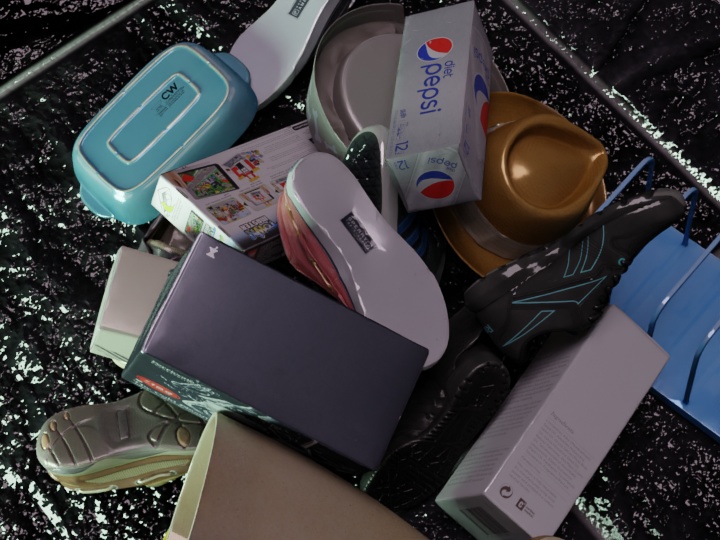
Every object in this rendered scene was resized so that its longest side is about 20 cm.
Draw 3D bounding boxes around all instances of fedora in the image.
[{"bbox_3d":[0.153,-0.080,1.547,0.199,0.082,0.203,11,67,-28],"label":"fedora"}]

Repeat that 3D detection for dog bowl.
[{"bbox_3d":[0.040,-0.144,1.611,0.198,0.059,0.202,11,60,-19],"label":"dog bowl"}]

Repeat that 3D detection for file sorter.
[{"bbox_3d":[0.281,0.022,1.506,0.199,0.123,0.139,37,70,21],"label":"file sorter"}]

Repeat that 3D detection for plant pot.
[{"bbox_3d":[-0.045,0.228,1.348,0.198,0.188,0.189,19,62,-8],"label":"plant pot"}]

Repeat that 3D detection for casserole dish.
[{"bbox_3d":[-0.187,-0.134,1.649,0.200,0.039,0.121,-45,65,-8],"label":"casserole dish"}]

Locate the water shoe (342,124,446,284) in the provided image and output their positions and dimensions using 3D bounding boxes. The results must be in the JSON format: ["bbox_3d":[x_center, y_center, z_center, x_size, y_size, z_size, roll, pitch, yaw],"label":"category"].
[{"bbox_3d":[0.031,-0.030,1.535,0.078,0.202,0.071,-13,16,-35],"label":"water shoe"}]

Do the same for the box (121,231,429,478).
[{"bbox_3d":[-0.073,0.073,1.383,0.199,0.182,0.105,27,75,-6],"label":"box"}]

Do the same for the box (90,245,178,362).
[{"bbox_3d":[-0.124,0.052,1.510,0.198,0.068,0.083,18,66,-8],"label":"box"}]

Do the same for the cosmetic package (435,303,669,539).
[{"bbox_3d":[0.158,0.130,1.456,0.071,0.101,0.201,41,69,-10],"label":"cosmetic package"}]

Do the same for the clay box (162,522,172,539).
[{"bbox_3d":[-0.132,0.290,1.427,0.114,0.048,0.201,21,64,14],"label":"clay box"}]

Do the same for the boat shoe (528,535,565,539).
[{"bbox_3d":[0.212,0.267,1.371,0.199,0.065,0.073,23,103,-13],"label":"boat shoe"}]

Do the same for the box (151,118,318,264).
[{"bbox_3d":[-0.077,-0.068,1.572,0.110,0.035,0.199,42,40,22],"label":"box"}]

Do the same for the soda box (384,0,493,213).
[{"bbox_3d":[0.070,-0.142,1.508,0.068,0.064,0.201,-11,41,17],"label":"soda box"}]

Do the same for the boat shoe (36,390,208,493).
[{"bbox_3d":[-0.171,0.144,1.499,0.198,0.072,0.076,-7,53,0],"label":"boat shoe"}]

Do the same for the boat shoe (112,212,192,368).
[{"bbox_3d":[-0.172,-0.006,1.582,0.071,0.065,0.201,20,64,15],"label":"boat shoe"}]

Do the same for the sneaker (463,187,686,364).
[{"bbox_3d":[0.183,0.002,1.435,0.199,0.075,0.080,-31,82,21],"label":"sneaker"}]

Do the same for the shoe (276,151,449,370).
[{"bbox_3d":[0.000,0.000,1.469,0.071,0.091,0.201,-32,84,-19],"label":"shoe"}]

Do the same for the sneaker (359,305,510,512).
[{"bbox_3d":[0.065,0.109,1.505,0.200,0.060,0.104,-49,27,9],"label":"sneaker"}]

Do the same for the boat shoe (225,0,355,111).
[{"bbox_3d":[-0.058,-0.232,1.698,0.071,0.068,0.201,31,89,25],"label":"boat shoe"}]
